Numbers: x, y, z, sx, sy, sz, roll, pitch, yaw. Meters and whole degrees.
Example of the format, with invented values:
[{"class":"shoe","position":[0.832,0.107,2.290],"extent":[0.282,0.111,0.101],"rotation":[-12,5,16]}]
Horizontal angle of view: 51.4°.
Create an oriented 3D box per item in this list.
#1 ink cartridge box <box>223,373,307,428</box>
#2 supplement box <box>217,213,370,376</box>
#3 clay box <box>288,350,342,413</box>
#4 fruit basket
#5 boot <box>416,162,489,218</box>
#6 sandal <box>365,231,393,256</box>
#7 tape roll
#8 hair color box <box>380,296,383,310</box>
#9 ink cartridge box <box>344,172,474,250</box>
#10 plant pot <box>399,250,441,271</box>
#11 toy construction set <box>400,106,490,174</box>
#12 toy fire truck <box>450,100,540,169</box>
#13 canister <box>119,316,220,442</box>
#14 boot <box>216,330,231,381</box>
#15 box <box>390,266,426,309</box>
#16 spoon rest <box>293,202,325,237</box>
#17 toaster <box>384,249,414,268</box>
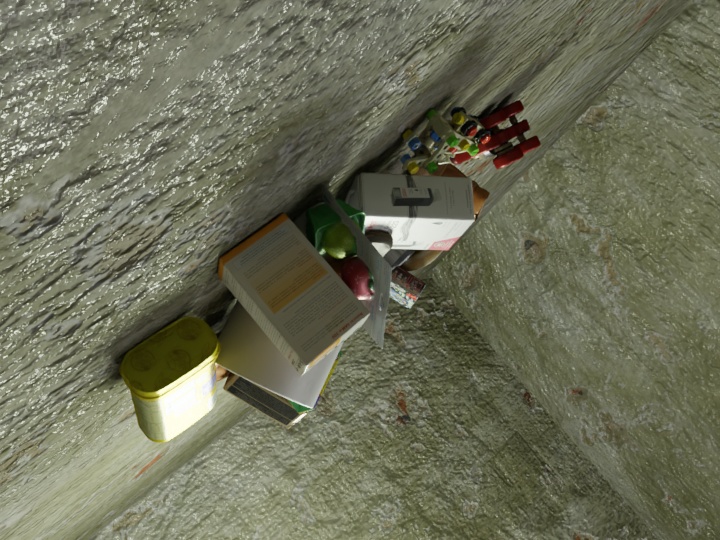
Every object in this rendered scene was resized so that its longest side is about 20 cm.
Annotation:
[{"class":"ink cartridge box","position":[-0.172,0.197,1.543],"extent":[0.075,0.164,0.201],"rotation":[-45,-163,35]},{"class":"supplement box","position":[-0.100,0.035,1.098],"extent":[0.126,0.200,0.074],"rotation":[-37,171,-23]},{"class":"clay box","position":[-0.104,0.174,1.502],"extent":[0.047,0.115,0.200],"rotation":[-22,-157,31]},{"class":"fruit basket","position":[-0.007,-0.007,1.145],"extent":[0.093,0.200,0.186],"rotation":[-26,143,-26]},{"class":"boot","position":[0.172,-0.150,1.512],"extent":[0.077,0.155,0.200],"rotation":[-58,176,-25]},{"class":"sandal","position":[0.000,0.000,1.311],"extent":[0.081,0.055,0.200],"rotation":[8,149,-27]},{"class":"tape roll","position":[-0.144,0.134,1.299],"extent":[0.203,0.201,0.140],"rotation":[92,23,-80]},{"class":"hair color box","position":[-0.063,0.057,1.451],"extent":[0.198,0.101,0.061],"rotation":[-15,-152,9]},{"class":"ink cartridge box","position":[0.078,-0.098,1.287],"extent":[0.198,0.085,0.146],"rotation":[3,159,-12]},{"class":"plant pot","position":[0.116,-0.096,1.623],"extent":[0.200,0.201,0.027],"rotation":[-44,136,18]},{"class":"toy construction set","position":[0.147,-0.220,1.295],"extent":[0.131,0.092,0.200],"rotation":[-44,172,21]},{"class":"toy fire truck","position":[0.286,-0.281,1.657],"extent":[0.167,0.113,0.200],"rotation":[-22,-172,46]},{"class":"canister","position":[-0.299,0.181,1.201],"extent":[0.148,0.087,0.201],"rotation":[-35,157,-29]},{"class":"boot","position":[-0.310,0.187,1.399],"extent":[0.155,0.077,0.200],"rotation":[-30,174,-35]},{"class":"box","position":[0.043,0.006,1.645],"extent":[0.040,0.199,0.137],"rotation":[-56,175,-14]},{"class":"spoon rest","position":[-0.085,-0.053,1.275],"extent":[0.099,0.061,0.200],"rotation":[-40,159,-13]},{"class":"toaster","position":[0.027,-0.046,1.504],"extent":[0.200,0.129,0.114],"rotation":[-44,-179,24]}]
